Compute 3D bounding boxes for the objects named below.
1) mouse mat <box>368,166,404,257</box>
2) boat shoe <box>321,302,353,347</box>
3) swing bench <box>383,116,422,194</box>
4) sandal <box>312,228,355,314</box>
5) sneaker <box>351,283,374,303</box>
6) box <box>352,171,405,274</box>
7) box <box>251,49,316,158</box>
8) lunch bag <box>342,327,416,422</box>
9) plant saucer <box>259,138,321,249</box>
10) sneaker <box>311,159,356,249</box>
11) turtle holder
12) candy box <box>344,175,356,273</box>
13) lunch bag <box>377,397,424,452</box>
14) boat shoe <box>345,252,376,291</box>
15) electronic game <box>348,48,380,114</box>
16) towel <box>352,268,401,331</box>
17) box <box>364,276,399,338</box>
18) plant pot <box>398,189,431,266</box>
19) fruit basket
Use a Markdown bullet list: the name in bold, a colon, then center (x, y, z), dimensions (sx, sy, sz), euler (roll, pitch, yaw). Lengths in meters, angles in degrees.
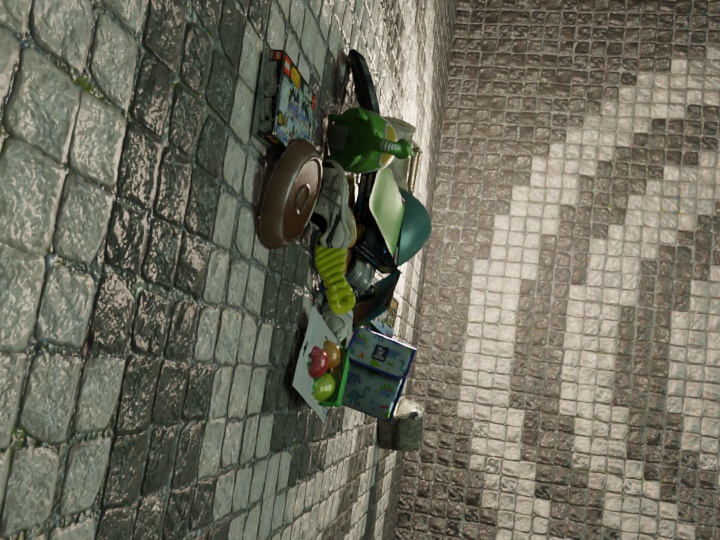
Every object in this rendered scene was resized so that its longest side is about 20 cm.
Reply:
- **mouse mat**: center (0.063, -0.148, 1.585), dimensions (0.200, 0.008, 0.161), euler (64, 34, -49)
- **boat shoe**: center (-0.056, 0.140, 1.623), dimensions (0.200, 0.071, 0.070), euler (87, 10, -63)
- **swing bench**: center (0.096, -0.308, 1.975), dimensions (0.200, 0.129, 0.199), euler (61, 37, -70)
- **sandal**: center (-0.070, -0.005, 1.502), dimensions (0.087, 0.079, 0.201), euler (-143, -138, -60)
- **sneaker**: center (-0.016, 0.049, 1.672), dimensions (0.200, 0.099, 0.070), euler (-36, 129, -75)
- **box**: center (0.043, -0.114, 1.626), dimensions (0.159, 0.046, 0.200), euler (41, 50, -49)
- **box**: center (-0.124, -0.265, 1.150), dimensions (0.200, 0.040, 0.137), euler (29, 66, -78)
- **lunch bag**: center (0.032, 0.260, 1.724), dimensions (0.127, 0.170, 0.200), euler (98, 14, -77)
- **plant saucer**: center (-0.113, -0.126, 1.180), dimensions (0.200, 0.034, 0.201), euler (21, 90, -78)
- **sneaker**: center (-0.069, -0.139, 1.406), dimensions (0.076, 0.087, 0.200), euler (117, -37, -63)
- **turtle holder**: center (0.021, -0.280, 1.464), dimensions (0.132, 0.185, 0.141), euler (5, 72, -43)
- **candy box**: center (-0.048, -0.103, 1.561), dimensions (0.117, 0.056, 0.200), euler (-66, 157, -57)
- **lunch bag**: center (0.158, 0.589, 2.615), dimensions (0.139, 0.167, 0.200), euler (-65, 157, -59)
- **boat shoe**: center (0.001, 0.000, 1.655), dimensions (0.070, 0.071, 0.201), euler (-44, -168, 16)
- **electronic game**: center (0.007, -0.408, 1.574), dimensions (0.200, 0.042, 0.201), euler (164, -90, -89)
- **towel**: center (0.019, 0.085, 1.741), dimensions (0.200, 0.022, 0.147), euler (-35, -156, 42)
- **box**: center (0.040, 0.102, 1.948), dimensions (0.200, 0.038, 0.137), euler (47, 46, -44)
- **plant pot**: center (0.068, -0.093, 1.805), dimensions (0.161, 0.200, 0.201), euler (-50, 146, -51)
- **fruit basket**: center (-0.095, 0.205, 1.470), dimensions (0.200, 0.094, 0.186), euler (55, 39, -49)
